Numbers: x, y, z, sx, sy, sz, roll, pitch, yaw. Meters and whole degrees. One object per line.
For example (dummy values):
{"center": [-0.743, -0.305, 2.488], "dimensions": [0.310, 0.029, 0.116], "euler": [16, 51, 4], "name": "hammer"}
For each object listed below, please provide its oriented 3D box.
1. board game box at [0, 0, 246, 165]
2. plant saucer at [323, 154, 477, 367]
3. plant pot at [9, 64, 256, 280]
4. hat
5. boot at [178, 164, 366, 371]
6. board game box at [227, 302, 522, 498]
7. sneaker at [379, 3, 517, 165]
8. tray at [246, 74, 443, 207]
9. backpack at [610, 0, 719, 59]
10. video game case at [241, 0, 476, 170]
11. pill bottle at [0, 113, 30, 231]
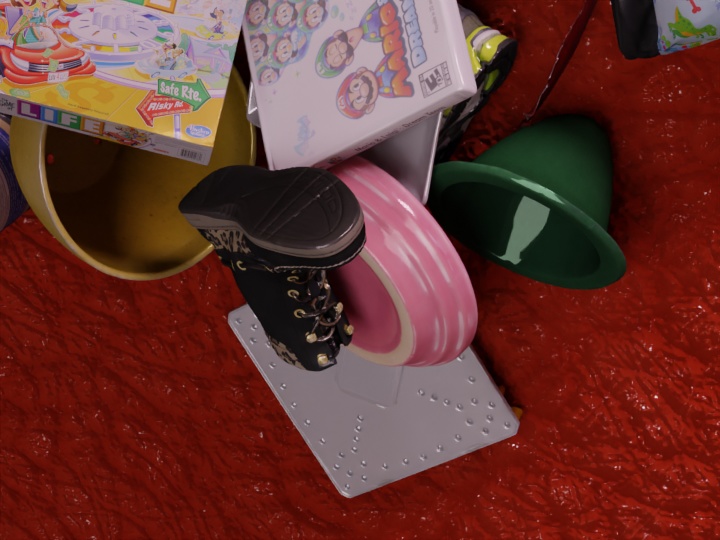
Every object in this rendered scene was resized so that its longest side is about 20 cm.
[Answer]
{"center": [-0.191, -0.167, 1.165], "dimensions": [0.198, 0.136, 0.034], "euler": [14, 158, -8], "name": "board game box"}
{"center": [0.000, 0.000, 1.230], "dimensions": [0.200, 0.051, 0.201], "euler": [36, 151, 24], "name": "plant saucer"}
{"center": [-0.204, -0.103, 1.286], "dimensions": [0.141, 0.199, 0.202], "euler": [14, 125, 48], "name": "plant pot"}
{"center": [0.159, -0.104, 1.199], "dimensions": [0.165, 0.177, 0.200], "euler": [32, 162, -14], "name": "hat"}
{"center": [-0.037, 0.004, 1.161], "dimensions": [0.203, 0.073, 0.155], "euler": [15, 141, 53], "name": "boot"}
{"center": [0.012, 0.081, 1.366], "dimensions": [0.199, 0.026, 0.201], "euler": [-25, 103, 34], "name": "board game box"}
{"center": [0.040, -0.127, 1.223], "dimensions": [0.081, 0.074, 0.200], "euler": [49, 127, 15], "name": "sneaker"}
{"center": [-0.009, -0.132, 1.207], "dimensions": [0.199, 0.022, 0.108], "euler": [29, 119, 37], "name": "tray"}
{"center": [0.255, -0.224, 1.027], "dimensions": [0.198, 0.154, 0.165], "euler": [-9, 110, 9], "name": "backpack"}
{"center": [-0.012, -0.185, 1.168], "dimensions": [0.181, 0.024, 0.202], "euler": [-24, 70, 33], "name": "video game case"}
{"center": [-0.368, -0.056, 1.365], "dimensions": [0.111, 0.200, 0.113], "euler": [11, 121, 19], "name": "pill bottle"}
